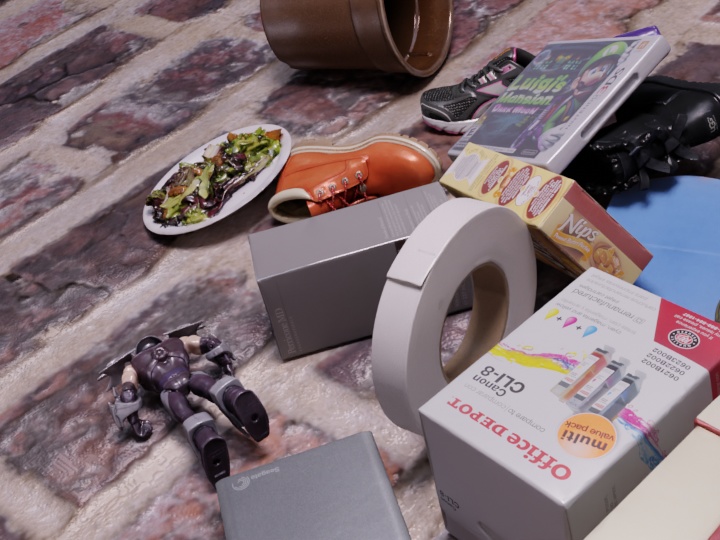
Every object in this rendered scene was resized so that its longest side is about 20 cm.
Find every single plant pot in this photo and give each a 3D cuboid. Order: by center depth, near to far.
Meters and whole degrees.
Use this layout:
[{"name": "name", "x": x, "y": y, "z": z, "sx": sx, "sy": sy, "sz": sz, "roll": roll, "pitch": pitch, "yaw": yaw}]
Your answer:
[{"name": "plant pot", "x": -0.009, "y": -0.348, "z": 1.465, "sx": 0.198, "sy": 0.201, "sz": 0.200, "roll": 1, "pitch": 39, "yaw": 31}]

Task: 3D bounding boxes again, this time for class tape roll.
[{"name": "tape roll", "x": 0.081, "y": 0.041, "z": 0.926, "sx": 0.037, "sy": 0.203, "sz": 0.203, "roll": 17, "pitch": 47, "yaw": 35}]

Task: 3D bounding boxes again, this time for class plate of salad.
[{"name": "plate of salad", "x": -0.173, "y": -0.116, "z": 1.314, "sx": 0.199, "sy": 0.048, "sz": 0.200, "roll": -20, "pitch": 35, "yaw": 15}]

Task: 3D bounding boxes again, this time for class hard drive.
[{"name": "hard drive", "x": -0.030, "y": 0.221, "z": 0.872, "sx": 0.139, "sy": 0.033, "sz": 0.200, "roll": -18, "pitch": 37, "yaw": -4}]

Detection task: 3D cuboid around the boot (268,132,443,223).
[{"name": "boot", "x": -0.008, "y": -0.092, "z": 1.241, "sx": 0.199, "sy": 0.075, "sz": 0.107, "roll": -2, "pitch": 41, "yaw": 30}]

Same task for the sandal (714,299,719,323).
[{"name": "sandal", "x": 0.386, "y": 0.017, "z": 0.950, "sx": 0.200, "sy": 0.057, "sz": 0.080, "roll": -23, "pitch": 70, "yaw": -13}]

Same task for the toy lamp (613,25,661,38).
[{"name": "toy lamp", "x": 0.248, "y": -0.207, "z": 1.255, "sx": 0.200, "sy": 0.058, "sz": 0.058, "roll": -30, "pitch": 32, "yaw": 20}]

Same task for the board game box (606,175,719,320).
[{"name": "board game box", "x": 0.298, "y": -0.007, "z": 1.052, "sx": 0.158, "sy": 0.039, "sz": 0.200, "roll": 9, "pitch": 50, "yaw": 27}]

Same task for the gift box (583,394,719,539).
[{"name": "gift box", "x": 0.257, "y": 0.194, "z": 0.680, "sx": 0.187, "sy": 0.200, "sz": 0.184, "roll": -35, "pitch": 47, "yaw": -27}]

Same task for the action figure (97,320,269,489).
[{"name": "action figure", "x": -0.163, "y": 0.112, "z": 1.033, "sx": 0.130, "sy": 0.070, "sz": 0.200, "roll": -37, "pitch": 38, "yaw": -16}]

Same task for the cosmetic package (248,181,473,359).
[{"name": "cosmetic package", "x": 0.000, "y": 0.000, "z": 1.086, "sx": 0.199, "sy": 0.107, "sz": 0.090, "roll": -19, "pitch": 36, "yaw": -3}]

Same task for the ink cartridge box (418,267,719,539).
[{"name": "ink cartridge box", "x": 0.168, "y": 0.127, "z": 0.834, "sx": 0.200, "sy": 0.145, "sz": 0.145, "roll": -37, "pitch": 42, "yaw": -25}]

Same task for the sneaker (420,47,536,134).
[{"name": "sneaker", "x": 0.168, "y": -0.224, "z": 1.330, "sx": 0.199, "sy": 0.087, "sz": 0.080, "roll": -7, "pitch": 36, "yaw": 11}]

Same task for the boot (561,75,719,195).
[{"name": "boot", "x": 0.276, "y": -0.137, "z": 1.158, "sx": 0.162, "sy": 0.074, "sz": 0.198, "roll": -28, "pitch": 17, "yaw": -15}]

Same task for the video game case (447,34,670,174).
[{"name": "video game case", "x": 0.199, "y": -0.173, "z": 1.164, "sx": 0.182, "sy": 0.023, "sz": 0.200, "roll": -47, "pitch": 23, "yaw": -11}]

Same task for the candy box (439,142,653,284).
[{"name": "candy box", "x": 0.166, "y": -0.050, "z": 1.040, "sx": 0.055, "sy": 0.115, "sz": 0.200, "roll": -52, "pitch": 26, "yaw": 0}]
